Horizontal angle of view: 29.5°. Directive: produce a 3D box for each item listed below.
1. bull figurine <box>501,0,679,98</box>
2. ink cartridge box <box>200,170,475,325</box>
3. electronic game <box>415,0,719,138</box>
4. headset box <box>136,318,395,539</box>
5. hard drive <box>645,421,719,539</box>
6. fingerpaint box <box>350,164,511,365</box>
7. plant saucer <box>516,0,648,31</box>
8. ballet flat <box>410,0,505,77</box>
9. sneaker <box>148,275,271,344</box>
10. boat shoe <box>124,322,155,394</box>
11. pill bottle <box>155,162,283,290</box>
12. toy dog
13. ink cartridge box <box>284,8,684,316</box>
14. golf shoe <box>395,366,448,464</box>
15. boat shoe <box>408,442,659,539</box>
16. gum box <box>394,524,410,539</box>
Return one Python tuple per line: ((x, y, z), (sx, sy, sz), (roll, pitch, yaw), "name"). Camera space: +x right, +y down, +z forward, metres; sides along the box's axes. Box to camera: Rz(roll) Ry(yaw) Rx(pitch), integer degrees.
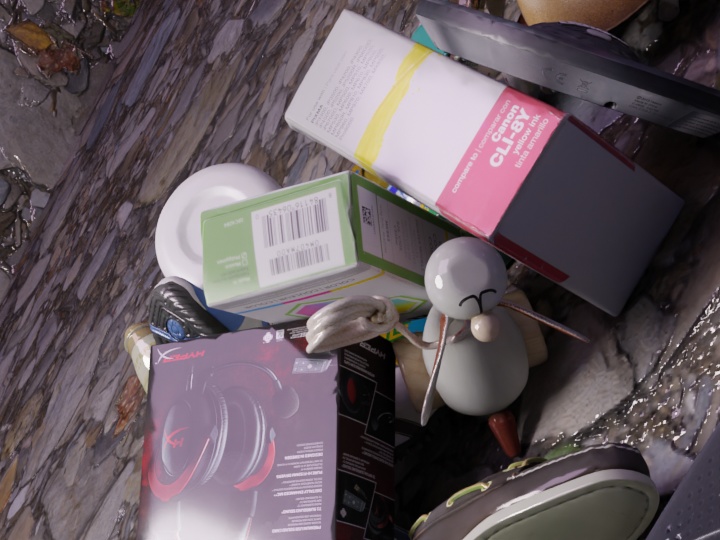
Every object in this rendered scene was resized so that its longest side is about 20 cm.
((0.162, -0.186, 0.983), (0.200, 0.065, 0.122), (-57, 27, 27), "bull figurine")
((0.000, 0.000, 0.854), (0.104, 0.200, 0.059), (-14, 73, 26), "ink cartridge box")
((0.127, -0.121, 0.791), (0.200, 0.200, 0.042), (-133, 61, -68), "electronic game")
((-0.058, 0.140, 0.844), (0.148, 0.075, 0.201), (-10, 67, 28), "headset box")
((0.167, 0.141, 0.577), (0.200, 0.042, 0.135), (-60, 21, 2), "hard drive")
((0.050, -0.049, 1.047), (0.167, 0.073, 0.200), (-51, 23, 24), "fingerpaint box")
((0.161, -0.254, 0.926), (0.200, 0.035, 0.201), (-36, 43, 42), "plant saucer")
((0.074, -0.180, 1.000), (0.069, 0.071, 0.201), (-5, 70, 54), "ballet flat")
((-0.071, 0.068, 1.012), (0.076, 0.200, 0.077), (-30, 24, 49), "sneaker")
((-0.117, 0.082, 1.113), (0.073, 0.201, 0.063), (-46, 64, 15), "boat shoe")
((-0.077, -0.002, 1.106), (0.112, 0.200, 0.113), (-6, 70, 17), "pill bottle")
((0.068, 0.054, 0.786), (0.132, 0.200, 0.097), (-31, 72, 18), "toy dog")
((0.071, -0.068, 0.826), (0.200, 0.145, 0.084), (34, 96, 43), "ink cartridge box")
((-0.022, 0.099, 0.933), (0.200, 0.095, 0.078), (-33, 14, 5), "golf shoe")
((0.082, 0.135, 0.738), (0.201, 0.072, 0.061), (-44, 30, 43), "boat shoe")
((-0.041, 0.255, 0.908), (0.170, 0.044, 0.200), (-3, 60, 65), "gum box")
